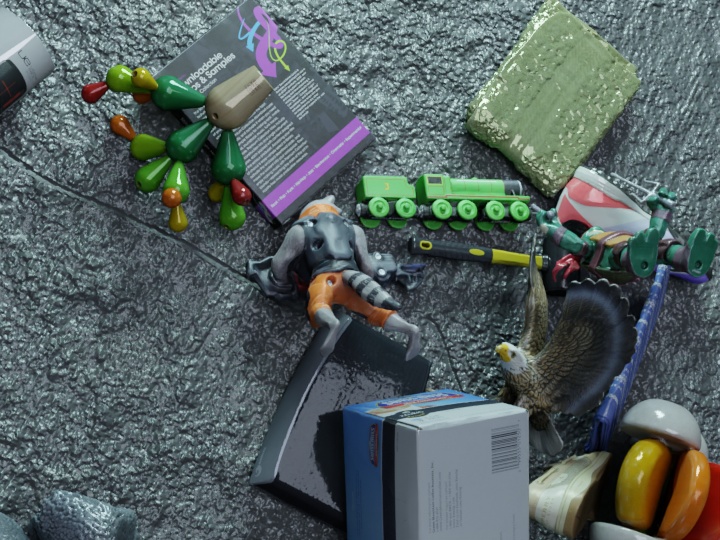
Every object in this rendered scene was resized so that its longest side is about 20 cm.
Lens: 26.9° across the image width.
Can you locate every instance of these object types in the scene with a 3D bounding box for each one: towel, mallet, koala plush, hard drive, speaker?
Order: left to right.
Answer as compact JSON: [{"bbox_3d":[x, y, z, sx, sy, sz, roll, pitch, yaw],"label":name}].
[{"bbox_3d":[-0.386,-0.159,1.415,0.081,0.081,0.200,47,68,-5],"label":"speaker"},{"bbox_3d":[-0.308,0.269,1.332,0.200,0.184,0.178,10,88,4],"label":"koala plush"},{"bbox_3d":[-0.013,0.151,1.504,0.135,0.042,0.200,30,71,-11],"label":"hard drive"},{"bbox_3d":[0.145,-0.024,1.593,0.200,0.041,0.066,15,72,-19],"label":"mallet"},{"bbox_3d":[0.214,-0.191,1.660,0.148,0.036,0.200,39,68,-9],"label":"towel"},{"bbox_3d":[0.280,0.090,1.576,0.024,0.145,0.200,20,71,13],"label":"towel"}]

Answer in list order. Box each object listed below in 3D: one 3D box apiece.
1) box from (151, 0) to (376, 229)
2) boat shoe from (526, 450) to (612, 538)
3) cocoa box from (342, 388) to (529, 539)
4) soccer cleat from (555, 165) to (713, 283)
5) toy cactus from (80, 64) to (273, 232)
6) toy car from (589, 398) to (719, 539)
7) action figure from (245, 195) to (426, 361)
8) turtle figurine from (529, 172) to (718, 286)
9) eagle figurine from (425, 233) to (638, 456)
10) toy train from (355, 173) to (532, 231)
[{"bbox_3d":[-0.100,-0.162,1.542,0.143,0.036,0.200,-43,96,-21],"label":"box"},{"bbox_3d":[0.208,0.218,1.514,0.065,0.200,0.072,15,101,18],"label":"boat shoe"},{"bbox_3d":[0.071,0.226,1.436,0.133,0.131,0.200,-6,98,-32],"label":"cocoa box"},{"bbox_3d":[0.299,-0.034,1.647,0.200,0.068,0.073,35,92,-17],"label":"soccer cleat"},{"bbox_3d":[-0.160,-0.139,1.461,0.165,0.102,0.200,-40,86,3],"label":"toy cactus"},{"bbox_3d":[0.326,0.236,1.522,0.150,0.200,0.175,13,76,21],"label":"toy car"},{"bbox_3d":[0.000,0.000,1.493,0.200,0.105,0.194,-6,49,-29],"label":"action figure"},{"bbox_3d":[0.266,-0.033,1.534,0.150,0.200,0.101,-19,107,-18],"label":"turtle figurine"},{"bbox_3d":[0.178,0.085,1.507,0.152,0.151,0.200,36,88,5],"label":"eagle figurine"},{"bbox_3d":[0.088,-0.074,1.590,0.200,0.042,0.056,0,68,-20],"label":"toy train"}]
